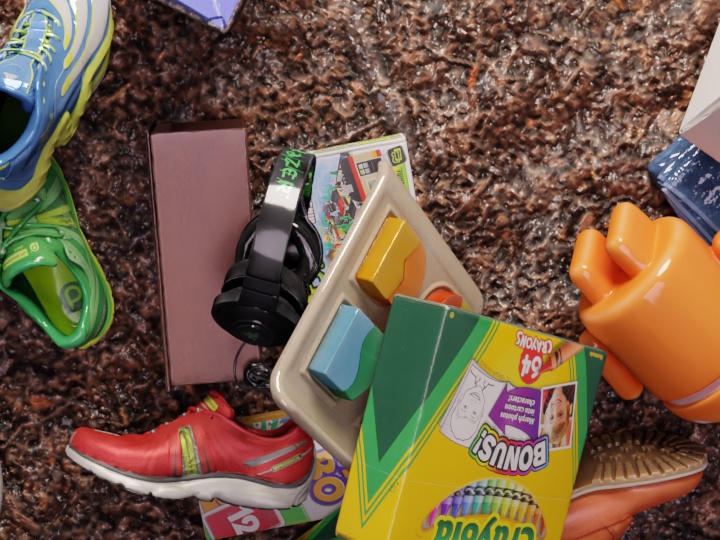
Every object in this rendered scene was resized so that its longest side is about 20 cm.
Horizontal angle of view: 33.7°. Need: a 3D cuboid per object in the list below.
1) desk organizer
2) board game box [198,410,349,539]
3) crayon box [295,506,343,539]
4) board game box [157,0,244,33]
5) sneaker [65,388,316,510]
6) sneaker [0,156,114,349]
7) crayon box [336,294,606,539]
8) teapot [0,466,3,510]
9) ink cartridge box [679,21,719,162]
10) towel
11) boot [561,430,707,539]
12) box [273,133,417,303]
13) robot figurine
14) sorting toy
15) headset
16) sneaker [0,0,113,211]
[{"bbox_3d":[-0.121,-0.015,0.935,0.076,0.072,0.203,-4,103,-6],"label":"desk organizer"},{"bbox_3d":[-0.041,0.162,1.002,0.197,0.030,0.097,-11,103,-4],"label":"board game box"},{"bbox_3d":[0.041,0.281,0.993,0.172,0.058,0.200,-39,103,20],"label":"crayon box"},{"bbox_3d":[-0.097,-0.258,0.816,0.096,0.200,0.161,26,100,-10],"label":"board game box"},{"bbox_3d":[-0.133,0.136,0.950,0.197,0.077,0.086,8,91,-11],"label":"sneaker"},{"bbox_3d":[-0.251,-0.030,0.915,0.073,0.084,0.202,-29,102,3],"label":"sneaker"},{"bbox_3d":[0.087,0.124,0.876,0.199,0.058,0.175,16,87,-44],"label":"crayon box"},{"bbox_3d":[-0.384,0.171,0.924,0.197,0.145,0.202,44,66,-37],"label":"teapot"},{"bbox_3d":[0.358,-0.120,0.905,0.199,0.084,0.146,33,62,-10],"label":"ink cartridge box"},{"bbox_3d":[0.334,-0.041,0.970,0.112,0.049,0.200,-43,101,5],"label":"towel"},{"bbox_3d":[0.202,0.205,1.007,0.197,0.075,0.109,-18,106,9],"label":"boot"},{"bbox_3d":[0.000,0.000,0.963,0.108,0.035,0.203,-11,103,-1],"label":"box"},{"bbox_3d":[0.255,0.039,0.946,0.200,0.117,0.144,43,87,-12],"label":"robot figurine"},{"bbox_3d":[0.025,0.051,0.878,0.185,0.036,0.202,49,57,-46],"label":"sorting toy"},{"bbox_3d":[-0.052,0.011,0.861,0.093,0.124,0.202,15,126,0],"label":"headset"},{"bbox_3d":[-0.228,-0.142,0.856,0.075,0.105,0.203,18,76,-10],"label":"sneaker"}]
